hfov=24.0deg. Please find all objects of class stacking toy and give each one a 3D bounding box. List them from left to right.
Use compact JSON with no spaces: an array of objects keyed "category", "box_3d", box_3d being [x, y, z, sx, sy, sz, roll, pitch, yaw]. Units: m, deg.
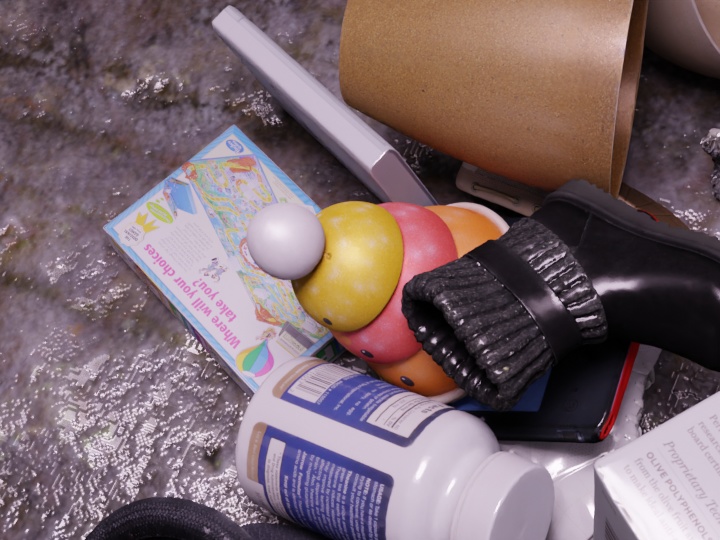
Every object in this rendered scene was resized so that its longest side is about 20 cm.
[{"category":"stacking toy","box_3d":[0.000,0.000,1.128,0.146,0.199,0.147,-23,57,41]}]

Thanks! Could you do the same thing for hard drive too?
[{"category":"hard drive","box_3d":[-0.021,-0.108,1.263,0.027,0.132,0.200,-44,56,-1]}]

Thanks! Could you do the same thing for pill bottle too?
[{"category":"pill bottle","box_3d":[0.024,0.136,1.122,0.199,0.111,0.111,18,64,34]}]

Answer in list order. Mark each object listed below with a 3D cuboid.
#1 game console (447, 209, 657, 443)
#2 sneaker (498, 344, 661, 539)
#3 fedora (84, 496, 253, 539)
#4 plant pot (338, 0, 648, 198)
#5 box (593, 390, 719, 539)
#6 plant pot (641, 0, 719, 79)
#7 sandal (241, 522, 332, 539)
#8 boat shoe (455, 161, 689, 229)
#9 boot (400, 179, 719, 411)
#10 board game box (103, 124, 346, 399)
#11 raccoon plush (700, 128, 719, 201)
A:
[{"category":"game console","box_3d":[0.111,0.038,1.181,0.199,0.031,0.178,-4,52,42]},{"category":"sneaker","box_3d":[0.181,0.109,1.164,0.115,0.074,0.200,39,83,24]},{"category":"fedora","box_3d":[-0.106,0.242,1.096,0.199,0.091,0.202,1,92,25]},{"category":"plant pot","box_3d":[0.091,-0.147,1.178,0.199,0.187,0.187,8,62,12]},{"category":"box","box_3d":[0.260,0.189,1.029,0.171,0.199,0.201,-29,62,-8]},{"category":"plant pot","box_3d":[0.260,-0.240,1.294,0.134,0.200,0.201,3,54,51]},{"category":"sandal","box_3d":[0.006,0.212,1.141,0.199,0.076,0.043,10,107,18]},{"category":"boat shoe","box_3d":[0.162,-0.041,1.256,0.199,0.072,0.065,31,106,18]},{"category":"boot","box_3d":[0.144,0.034,1.047,0.157,0.080,0.211,-32,43,-31]},{"category":"board game box","box_3d":[-0.084,-0.004,1.284,0.134,0.034,0.200,-38,63,-13]},{"category":"raccoon plush","box_3d":[0.325,-0.066,1.194,0.133,0.097,0.200,-19,28,2]}]
